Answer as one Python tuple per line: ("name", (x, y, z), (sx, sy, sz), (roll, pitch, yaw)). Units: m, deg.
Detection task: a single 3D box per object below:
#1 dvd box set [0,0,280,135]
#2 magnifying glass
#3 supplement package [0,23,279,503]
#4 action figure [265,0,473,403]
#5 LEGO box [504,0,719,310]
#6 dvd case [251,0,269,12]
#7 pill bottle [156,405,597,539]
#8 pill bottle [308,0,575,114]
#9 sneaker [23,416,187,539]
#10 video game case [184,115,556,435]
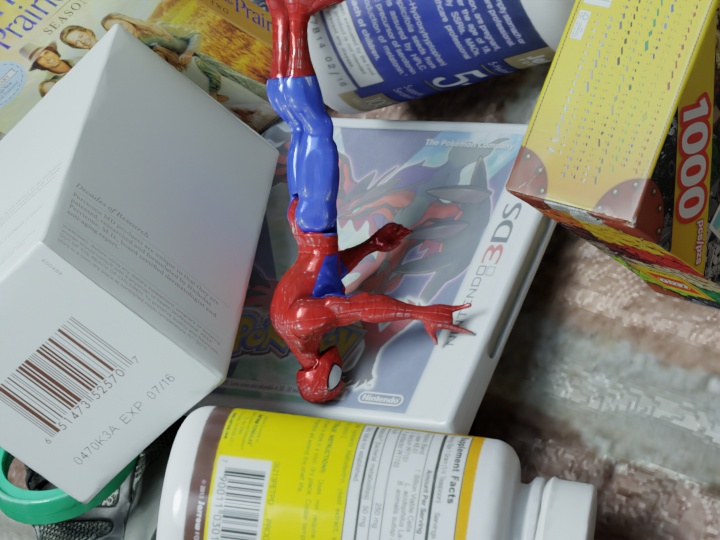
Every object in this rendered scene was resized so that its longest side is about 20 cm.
("dvd box set", (-0.138, -0.116, 1.587), (0.146, 0.200, 0.030), (-36, 41, 31))
("magnifying glass", (-0.140, 0.058, 1.587), (0.079, 0.022, 0.200), (-4, 38, 21))
("supplement package", (-0.130, -0.006, 1.508), (0.117, 0.117, 0.200), (-42, 21, 31))
("action figure", (0.002, -0.035, 1.476), (0.065, 0.098, 0.201), (-167, 79, -76))
("LEGO box", (0.166, -0.096, 1.409), (0.077, 0.149, 0.201), (16, 82, 38))
("dvd case", (-0.076, -0.151, 1.689), (0.199, 0.016, 0.150), (-19, 62, 28))
("pill bottle", (0.009, 0.128, 1.424), (0.199, 0.109, 0.110), (7, 74, 7))
("pill bottle", (0.065, -0.159, 1.521), (0.199, 0.120, 0.120), (-14, 64, 25))
("sneaker", (-0.150, 0.155, 1.585), (0.114, 0.076, 0.200), (31, 88, 41))
("video game case", (0.000, 0.000, 1.539), (0.199, 0.023, 0.183), (4, 57, 37))
